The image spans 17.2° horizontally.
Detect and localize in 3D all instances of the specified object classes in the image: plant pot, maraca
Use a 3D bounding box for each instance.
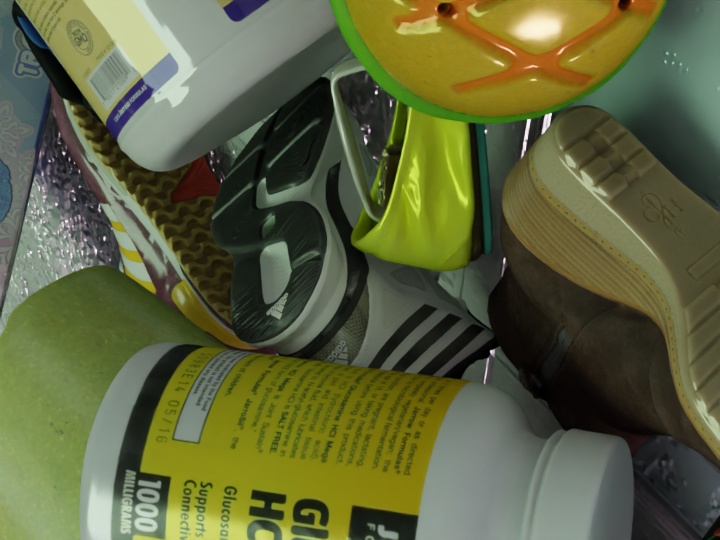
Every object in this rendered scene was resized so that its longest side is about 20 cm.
[{"bbox_3d":[-0.097,0.104,1.111,0.184,0.200,0.201,42,145,17],"label":"plant pot"},{"bbox_3d":[0.052,-0.145,0.828,0.107,0.136,0.201,-121,29,-60],"label":"maraca"}]

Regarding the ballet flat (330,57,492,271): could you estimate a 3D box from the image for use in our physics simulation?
[{"bbox_3d":[0.022,-0.093,0.942,0.067,0.067,0.201,-92,3,-67],"label":"ballet flat"}]

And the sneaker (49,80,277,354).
[{"bbox_3d":[-0.108,-0.028,1.244,0.200,0.075,0.090,58,145,19],"label":"sneaker"}]

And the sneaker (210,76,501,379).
[{"bbox_3d":[0.000,0.000,1.057,0.115,0.076,0.201,38,-156,-23],"label":"sneaker"}]

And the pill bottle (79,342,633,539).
[{"bbox_3d":[0.001,0.094,0.930,0.199,0.113,0.113,6,122,18],"label":"pill bottle"}]

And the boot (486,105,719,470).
[{"bbox_3d":[0.122,0.042,0.927,0.200,0.072,0.167,54,161,20],"label":"boot"}]

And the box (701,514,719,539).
[{"bbox_3d":[0.132,0.181,0.852,0.040,0.200,0.137,48,162,-29],"label":"box"}]

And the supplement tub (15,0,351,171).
[{"bbox_3d":[-0.090,-0.160,1.012,0.200,0.145,0.145,55,151,2],"label":"supplement tub"}]

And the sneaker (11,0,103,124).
[{"bbox_3d":[-0.114,-0.160,1.117,0.073,0.112,0.201,29,134,48],"label":"sneaker"}]

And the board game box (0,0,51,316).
[{"bbox_3d":[-0.207,-0.036,1.323,0.199,0.043,0.201,114,167,-55],"label":"board game box"}]
